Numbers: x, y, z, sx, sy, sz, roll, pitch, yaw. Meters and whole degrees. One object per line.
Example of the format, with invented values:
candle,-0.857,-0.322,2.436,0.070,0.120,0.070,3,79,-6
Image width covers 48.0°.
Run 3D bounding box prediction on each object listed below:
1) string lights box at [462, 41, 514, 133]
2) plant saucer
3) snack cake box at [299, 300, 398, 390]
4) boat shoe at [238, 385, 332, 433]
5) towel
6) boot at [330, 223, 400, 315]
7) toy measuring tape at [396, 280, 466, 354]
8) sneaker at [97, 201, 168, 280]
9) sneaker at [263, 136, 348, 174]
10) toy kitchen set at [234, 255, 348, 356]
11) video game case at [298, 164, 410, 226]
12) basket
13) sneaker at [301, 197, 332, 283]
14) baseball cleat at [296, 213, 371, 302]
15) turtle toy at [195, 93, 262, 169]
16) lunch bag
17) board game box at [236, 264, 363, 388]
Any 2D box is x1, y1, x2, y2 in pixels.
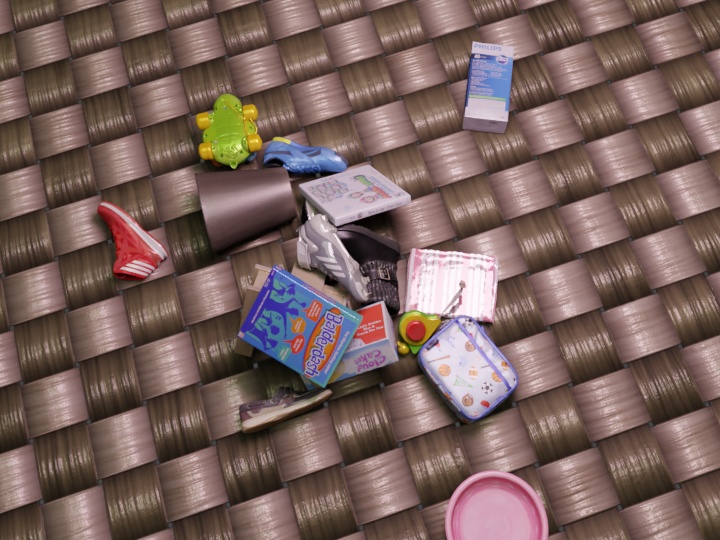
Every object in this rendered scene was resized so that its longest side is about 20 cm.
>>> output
string lights box,0.298,-0.427,1.885,0.100,0.059,0.204,7,70,4
plant saucer,0.259,0.492,1.555,0.195,0.051,0.205,-1,69,2
snack cake box,-0.029,0.151,1.634,0.196,0.068,0.116,-19,35,9
boat shoe,-0.155,0.267,1.642,0.196,0.072,0.066,-23,74,0
towel,0.195,0.033,1.739,0.195,0.030,0.150,6,70,7
boot,0.002,-0.001,1.690,0.208,0.079,0.161,17,66,-28
toy measuring tape,0.136,0.088,1.678,0.073,0.073,0.201,39,97,15
sneaker,-0.527,-0.057,1.771,0.198,0.079,0.116,35,73,15
sneaker,-0.125,-0.240,1.825,0.196,0.066,0.080,15,63,13
toy kitchen set,-0.137,0.077,1.682,0.196,0.183,0.165,16,37,-3
video game case,-0.015,-0.165,1.739,0.179,0.024,0.200,-18,33,-20
basket,-0.246,-0.149,1.767,0.196,0.136,0.184,-15,77,-8
sneaker,-0.066,-0.074,1.772,0.091,0.071,0.203,-13,69,-19
baseball cleat,-0.060,-0.010,1.627,0.105,0.070,0.203,-32,79,16
turtle toy,-0.297,-0.319,1.844,0.142,0.101,0.204,-9,69,-2
lunch bag,0.218,0.195,1.651,0.159,0.076,0.201,-35,76,-10
board game box,-0.115,0.107,1.546,0.197,0.045,0.154,29,100,-1
